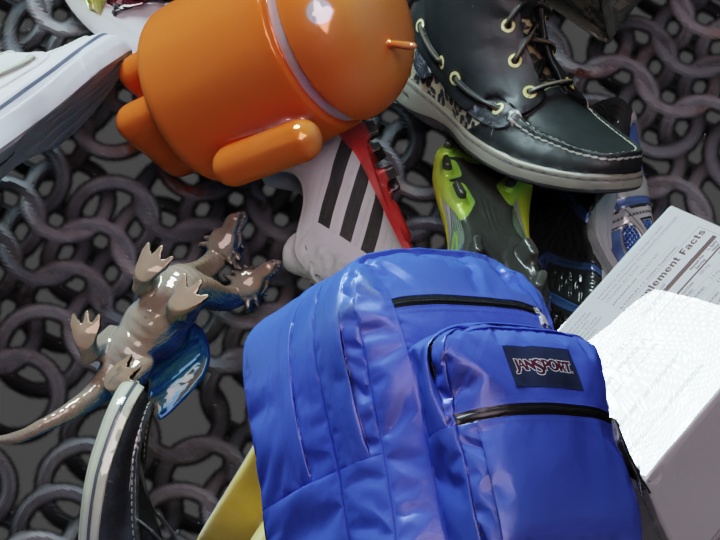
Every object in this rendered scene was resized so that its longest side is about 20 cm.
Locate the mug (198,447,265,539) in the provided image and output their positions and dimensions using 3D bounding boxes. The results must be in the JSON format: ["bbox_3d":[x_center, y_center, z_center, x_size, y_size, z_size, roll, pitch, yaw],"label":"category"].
[{"bbox_3d":[0.002,0.142,1.258,0.152,0.150,0.187,32,59,-1],"label":"mug"}]

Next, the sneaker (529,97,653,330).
[{"bbox_3d":[0.145,-0.014,1.381,0.077,0.075,0.201,32,53,-33],"label":"sneaker"}]

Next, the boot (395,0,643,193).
[{"bbox_3d":[0.098,-0.143,1.340,0.073,0.155,0.203,-7,29,-39],"label":"boot"}]

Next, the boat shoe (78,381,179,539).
[{"bbox_3d":[-0.126,0.163,1.262,0.062,0.075,0.202,4,90,1],"label":"boat shoe"}]

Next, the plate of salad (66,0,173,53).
[{"bbox_3d":[-0.102,-0.221,1.447,0.198,0.048,0.202,1,69,-3],"label":"plate of salad"}]

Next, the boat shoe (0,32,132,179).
[{"bbox_3d":[-0.208,-0.104,1.342,0.067,0.074,0.200,39,36,4],"label":"boat shoe"}]

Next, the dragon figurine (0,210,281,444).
[{"bbox_3d":[-0.124,0.045,1.331,0.059,0.099,0.200,37,83,20],"label":"dragon figurine"}]

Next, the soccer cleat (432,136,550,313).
[{"bbox_3d":[0.072,-0.012,1.350,0.064,0.084,0.201,6,35,-8],"label":"soccer cleat"}]

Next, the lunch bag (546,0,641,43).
[{"bbox_3d":[0.130,-0.277,1.450,0.199,0.118,0.164,36,74,18],"label":"lunch bag"}]

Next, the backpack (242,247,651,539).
[{"bbox_3d":[0.045,0.086,1.113,0.162,0.167,0.202,8,58,-42],"label":"backpack"}]

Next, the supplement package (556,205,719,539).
[{"bbox_3d":[0.188,0.099,1.248,0.156,0.201,0.111,-46,45,-18],"label":"supplement package"}]

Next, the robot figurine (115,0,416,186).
[{"bbox_3d":[-0.052,-0.127,1.342,0.199,0.144,0.117,-22,101,28],"label":"robot figurine"}]

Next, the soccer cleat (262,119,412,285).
[{"bbox_3d":[0.000,0.000,1.360,0.085,0.069,0.201,-22,65,1],"label":"soccer cleat"}]
